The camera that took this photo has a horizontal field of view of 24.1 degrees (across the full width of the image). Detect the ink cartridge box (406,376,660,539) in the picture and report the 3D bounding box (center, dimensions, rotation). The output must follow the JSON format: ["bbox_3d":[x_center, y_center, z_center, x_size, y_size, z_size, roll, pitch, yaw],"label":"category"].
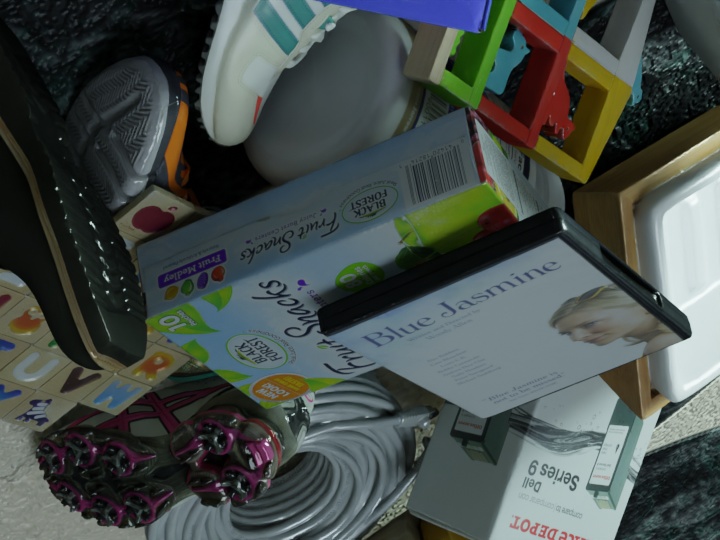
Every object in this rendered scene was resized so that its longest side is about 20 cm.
[{"bbox_3d":[0.134,0.099,1.176,0.145,0.084,0.202,23,86,-46],"label":"ink cartridge box"}]

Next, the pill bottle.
[{"bbox_3d":[0.032,-0.065,0.981,0.116,0.116,0.200,-43,139,13],"label":"pill bottle"}]

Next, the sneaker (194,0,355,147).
[{"bbox_3d":[-0.022,-0.143,0.866,0.093,0.071,0.201,18,117,-3],"label":"sneaker"}]

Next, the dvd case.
[{"bbox_3d":[0.085,0.030,0.922,0.142,0.018,0.200,-23,152,22],"label":"dvd case"}]

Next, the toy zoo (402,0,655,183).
[{"bbox_3d":[0.108,-0.132,0.947,0.199,0.020,0.132,26,83,-49],"label":"toy zoo"}]

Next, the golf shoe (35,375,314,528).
[{"bbox_3d":[-0.115,0.110,1.060,0.198,0.092,0.073,-10,110,32],"label":"golf shoe"}]

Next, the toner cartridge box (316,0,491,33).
[{"bbox_3d":[-0.029,-0.180,0.792,0.198,0.043,0.096,11,110,-4],"label":"toner cartridge box"}]

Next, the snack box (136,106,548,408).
[{"bbox_3d":[0.000,0.000,0.913,0.198,0.053,0.142,-21,147,17],"label":"snack box"}]

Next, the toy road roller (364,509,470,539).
[{"bbox_3d":[0.057,0.230,1.286,0.123,0.147,0.200,-36,129,17],"label":"toy road roller"}]

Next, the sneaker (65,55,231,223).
[{"bbox_3d":[-0.112,-0.044,0.953,0.111,0.078,0.201,-6,145,-34],"label":"sneaker"}]

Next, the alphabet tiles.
[{"bbox_3d":[-0.150,0.027,0.945,0.199,0.006,0.166,-37,143,22],"label":"alphabet tiles"}]

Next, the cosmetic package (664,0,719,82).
[{"bbox_3d":[0.286,-0.158,0.968,0.164,0.201,0.165,-35,151,5],"label":"cosmetic package"}]

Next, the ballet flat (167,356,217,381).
[{"bbox_3d":[-0.039,0.021,1.070,0.198,0.071,0.071,-10,136,-27],"label":"ballet flat"}]

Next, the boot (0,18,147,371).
[{"bbox_3d":[-0.197,-0.012,0.829,0.138,0.201,0.078,-30,152,5],"label":"boot"}]

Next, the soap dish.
[{"bbox_3d":[0.224,-0.018,1.114,0.199,0.081,0.159,-30,120,-37],"label":"soap dish"}]

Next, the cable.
[{"bbox_3d":[-0.059,0.140,1.171,0.199,0.069,0.201,12,124,-40],"label":"cable"}]
